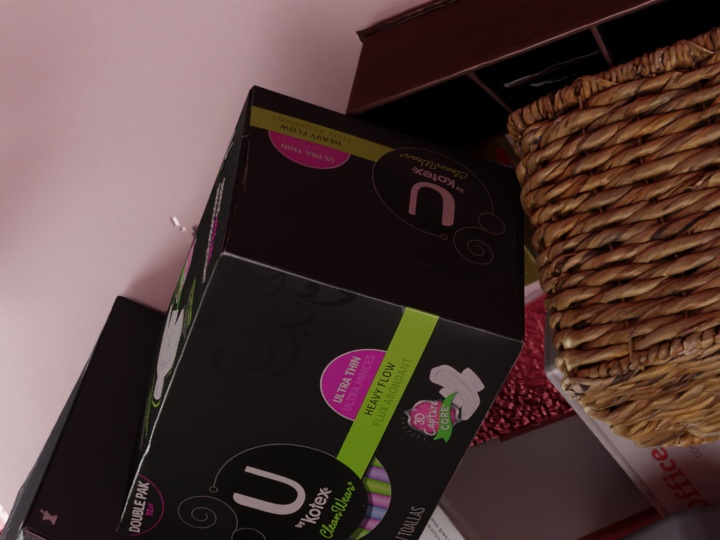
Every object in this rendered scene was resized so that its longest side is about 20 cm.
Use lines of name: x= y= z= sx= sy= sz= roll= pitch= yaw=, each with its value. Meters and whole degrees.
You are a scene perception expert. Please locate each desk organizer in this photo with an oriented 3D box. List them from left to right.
desk organizer: x=0.096 y=-0.102 z=0.973 sx=0.198 sy=0.077 sz=0.072 roll=-19 pitch=121 yaw=21

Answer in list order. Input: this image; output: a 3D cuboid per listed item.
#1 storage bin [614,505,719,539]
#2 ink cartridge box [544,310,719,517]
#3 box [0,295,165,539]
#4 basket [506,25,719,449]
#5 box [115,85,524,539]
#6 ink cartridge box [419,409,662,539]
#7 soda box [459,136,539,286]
storage bin: x=0.216 y=0.191 z=1.038 sx=0.199 sy=0.136 sz=0.145 roll=2 pitch=156 yaw=-37
ink cartridge box: x=0.215 y=0.036 z=1.054 sx=0.199 sy=0.085 sz=0.146 roll=-28 pitch=118 yaw=28
box: x=-0.144 y=0.154 z=1.123 sx=0.103 sy=0.201 sz=0.183 roll=24 pitch=127 yaw=-8
basket: x=0.189 y=-0.020 z=0.929 sx=0.199 sy=0.150 sz=0.142 roll=-22 pitch=152 yaw=23
box: x=-0.020 y=0.040 z=0.982 sx=0.147 sy=0.125 sz=0.201 roll=16 pitch=132 yaw=-9
ink cartridge box: x=0.064 y=0.187 z=1.139 sx=0.083 sy=0.146 sz=0.201 roll=50 pitch=133 yaw=26
soda box: x=0.000 y=0.000 z=1.072 sx=0.199 sy=0.064 sz=0.068 roll=-24 pitch=121 yaw=25
